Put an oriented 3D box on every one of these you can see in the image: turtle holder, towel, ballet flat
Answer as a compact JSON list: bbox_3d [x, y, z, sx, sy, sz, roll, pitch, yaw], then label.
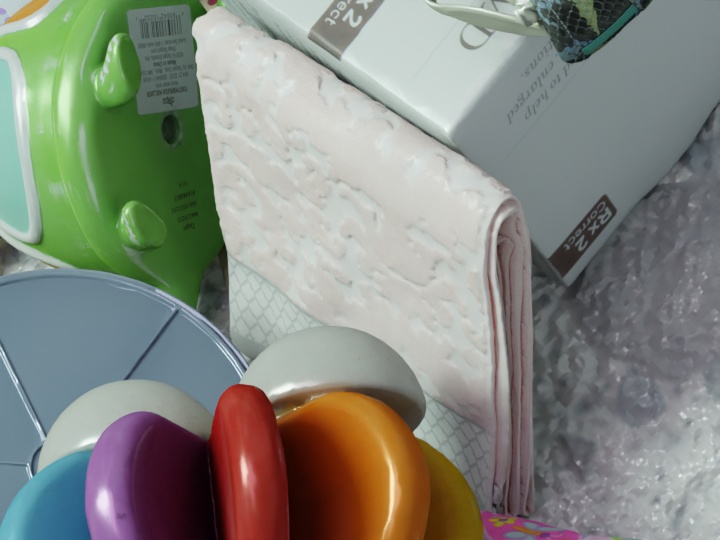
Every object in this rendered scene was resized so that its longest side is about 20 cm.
[{"bbox_3d":[-0.123,-0.053,1.254,0.131,0.186,0.141,0,38,33],"label":"turtle holder"},{"bbox_3d":[0.000,0.000,1.130,0.032,0.192,0.200,-31,47,-29],"label":"towel"},{"bbox_3d":[0.033,-0.145,1.038,0.200,0.074,0.074,35,86,36],"label":"ballet flat"}]

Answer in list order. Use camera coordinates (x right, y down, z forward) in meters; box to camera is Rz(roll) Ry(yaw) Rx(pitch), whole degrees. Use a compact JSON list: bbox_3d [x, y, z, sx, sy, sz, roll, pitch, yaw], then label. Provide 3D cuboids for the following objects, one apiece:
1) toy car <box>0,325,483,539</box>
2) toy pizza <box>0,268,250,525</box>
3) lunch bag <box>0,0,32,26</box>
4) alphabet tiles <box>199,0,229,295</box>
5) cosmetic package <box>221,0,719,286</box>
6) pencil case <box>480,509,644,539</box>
[{"bbox_3d":[-0.057,0.109,1.010,0.198,0.150,0.176,-15,65,12],"label":"toy car"},{"bbox_3d":[-0.134,0.093,1.129,0.198,0.032,0.202,2,63,-4],"label":"toy pizza"},{"bbox_3d":[-0.160,-0.225,1.356,0.169,0.127,0.201,-33,59,14],"label":"lunch bag"},{"bbox_3d":[-0.020,-0.101,1.291,0.166,0.008,0.201,-29,57,15],"label":"alphabet tiles"},{"bbox_3d":[0.053,-0.133,1.162,0.200,0.165,0.165,37,86,34],"label":"cosmetic package"},{"bbox_3d":[0.074,0.143,1.074,0.199,0.087,0.088,6,70,30],"label":"pencil case"}]
